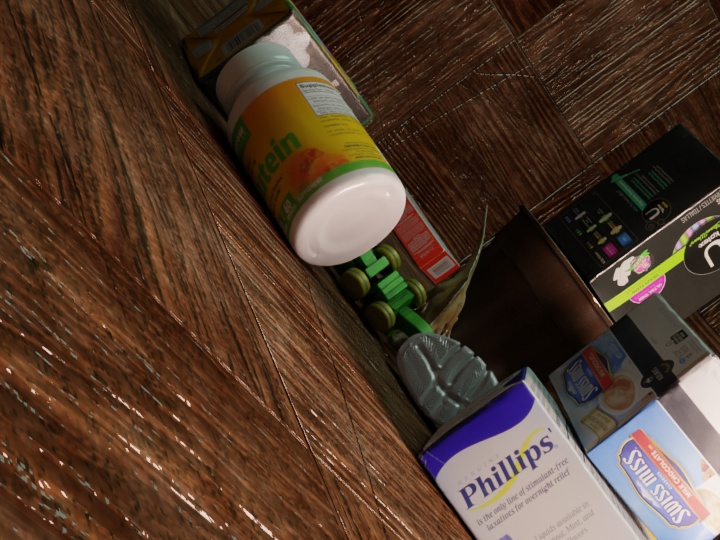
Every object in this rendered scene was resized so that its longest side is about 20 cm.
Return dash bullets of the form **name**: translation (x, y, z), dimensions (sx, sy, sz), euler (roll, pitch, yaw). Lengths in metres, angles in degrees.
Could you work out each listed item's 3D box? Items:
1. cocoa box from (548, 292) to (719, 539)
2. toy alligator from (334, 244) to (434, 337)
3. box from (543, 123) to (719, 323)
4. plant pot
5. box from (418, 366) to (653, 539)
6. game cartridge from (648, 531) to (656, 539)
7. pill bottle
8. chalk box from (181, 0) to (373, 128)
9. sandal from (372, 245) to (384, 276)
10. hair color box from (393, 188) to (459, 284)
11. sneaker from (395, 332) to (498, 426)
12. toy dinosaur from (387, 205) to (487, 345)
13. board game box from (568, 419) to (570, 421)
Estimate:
- **cocoa box**: translation (0.263, 0.129, 1.162), dimensions (0.133, 0.131, 0.200), euler (50, 8, -12)
- **toy alligator**: translation (0.000, 0.000, 1.310), dimensions (0.200, 0.059, 0.054), euler (52, -37, 3)
- **box**: translation (0.341, -0.037, 1.546), dimensions (0.149, 0.200, 0.124), euler (48, 6, -40)
- **plant pot**: translation (0.167, 0.061, 1.559), dimensions (0.201, 0.198, 0.200), euler (54, 5, -7)
- **box**: translation (0.151, 0.191, 1.100), dimensions (0.200, 0.105, 0.184), euler (55, 6, 5)
- **game cartridge**: translation (0.290, 0.203, 1.374), dimensions (0.200, 0.032, 0.177), euler (56, 37, -31)
- **pill bottle**: translation (-0.053, -0.111, 1.212), dimensions (0.200, 0.111, 0.111), euler (57, 6, 31)
- **chalk box**: translation (-0.076, -0.186, 1.426), dimensions (0.200, 0.125, 0.124), euler (52, 6, -34)
- **sandal**: translation (-0.006, -0.019, 1.388), dimensions (0.200, 0.043, 0.076), euler (50, 7, -35)
- **hair color box**: translation (0.100, -0.080, 2.570), dimensions (0.200, 0.064, 0.111), euler (58, 8, 25)
- **sneaker**: translation (0.109, 0.146, 1.262), dimensions (0.200, 0.078, 0.112), euler (42, -18, 11)
- **toy dinosaur**: translation (0.091, 0.031, 1.398), dimensions (0.058, 0.200, 0.101), euler (37, -34, 1)
- **board game box**: translation (0.280, 0.289, 1.542), dimensions (0.152, 0.045, 0.200), euler (-90, 156, -55)
